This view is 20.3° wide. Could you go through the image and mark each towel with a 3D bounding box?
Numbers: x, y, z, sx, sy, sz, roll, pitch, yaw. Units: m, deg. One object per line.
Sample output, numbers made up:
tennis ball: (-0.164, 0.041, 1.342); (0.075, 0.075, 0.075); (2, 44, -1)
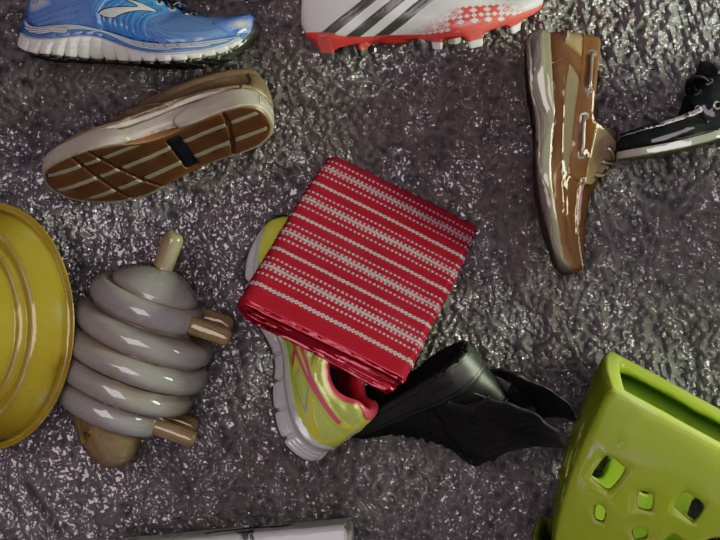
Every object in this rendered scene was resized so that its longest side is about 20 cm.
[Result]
towel: (0.000, 0.000, 1.605); (0.144, 0.200, 0.023); (27, 135, 3)

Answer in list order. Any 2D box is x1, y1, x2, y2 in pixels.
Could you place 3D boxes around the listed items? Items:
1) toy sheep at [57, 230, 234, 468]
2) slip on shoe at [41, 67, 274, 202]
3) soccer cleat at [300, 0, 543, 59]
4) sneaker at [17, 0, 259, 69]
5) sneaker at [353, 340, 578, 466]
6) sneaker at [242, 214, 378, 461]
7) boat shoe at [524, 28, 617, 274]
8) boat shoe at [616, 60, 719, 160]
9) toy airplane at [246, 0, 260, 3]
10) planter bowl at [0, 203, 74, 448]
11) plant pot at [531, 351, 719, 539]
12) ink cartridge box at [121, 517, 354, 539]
toy sheep: (-0.177, 0.065, 1.628); (0.137, 0.138, 0.201); (20, 95, 4)
slip on shoe: (-0.168, -0.115, 1.663); (0.199, 0.076, 0.061); (-20, 49, 11)
soccer cleat: (0.048, -0.224, 1.640); (0.199, 0.069, 0.086); (-5, 106, 8)
sneaker: (-0.181, -0.212, 1.653); (0.199, 0.079, 0.090); (5, 93, 4)
sneaker: (0.073, 0.121, 1.607); (0.104, 0.199, 0.060); (45, 48, -14)
sneaker: (-0.030, 0.046, 1.618); (0.090, 0.078, 0.201); (-25, 73, 36)
boat shoe: (0.174, -0.098, 1.632); (0.071, 0.076, 0.201); (-4, 91, 2)
boat shoe: (0.293, -0.140, 1.620); (0.198, 0.075, 0.067); (-16, 92, -1)
toy airplane: (-0.072, -0.329, 1.612); (0.199, 0.141, 0.200); (-7, 67, 20)
planter bowl: (-0.327, 0.044, 1.611); (0.200, 0.083, 0.202); (-2, 87, 38)
plant pot: (0.236, 0.197, 1.570); (0.198, 0.200, 0.182); (28, 99, 3)
ink cartridge box: (-0.097, 0.284, 1.643); (0.199, 0.084, 0.145); (-5, 89, 5)
